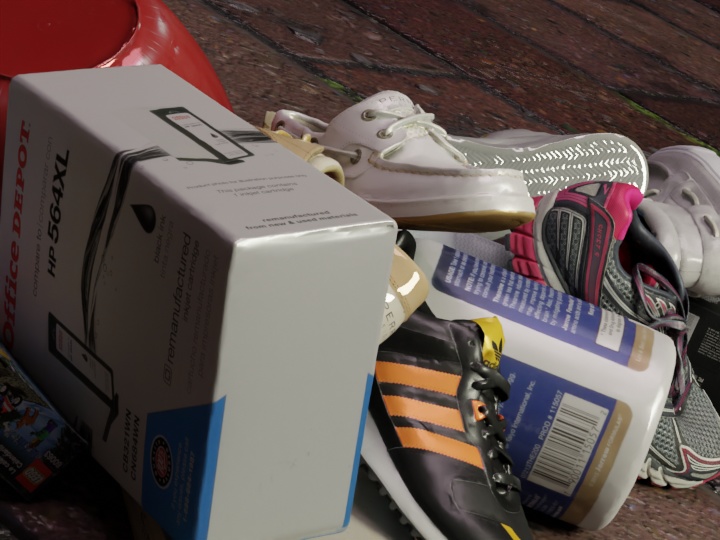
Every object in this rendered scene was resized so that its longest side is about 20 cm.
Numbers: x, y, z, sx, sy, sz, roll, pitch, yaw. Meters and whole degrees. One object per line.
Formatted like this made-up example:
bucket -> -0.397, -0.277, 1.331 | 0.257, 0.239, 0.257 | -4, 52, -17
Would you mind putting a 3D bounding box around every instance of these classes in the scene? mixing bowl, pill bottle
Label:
mixing bowl -> -0.159, -0.090, 1.108 | 0.200, 0.109, 0.200 | 0, 46, 0
pill bottle -> 0.053, 0.050, 1.089 | 0.200, 0.111, 0.111 | 22, 18, 0

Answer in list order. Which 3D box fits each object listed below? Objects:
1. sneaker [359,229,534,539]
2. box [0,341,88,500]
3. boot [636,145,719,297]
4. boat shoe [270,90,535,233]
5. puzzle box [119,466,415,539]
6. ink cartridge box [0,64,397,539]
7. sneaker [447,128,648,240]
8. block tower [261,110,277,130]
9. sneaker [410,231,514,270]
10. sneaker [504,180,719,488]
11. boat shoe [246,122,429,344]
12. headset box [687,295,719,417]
sneaker -> 0.042, 0.066, 0.978 | 0.200, 0.090, 0.070 | 52, 5, 25
box -> -0.212, 0.004, 0.926 | 0.200, 0.038, 0.137 | 41, -9, 45
boot -> 0.187, -0.035, 1.311 | 0.095, 0.074, 0.200 | 6, 16, -16
boat shoe -> 0.010, -0.056, 1.047 | 0.071, 0.070, 0.200 | 8, 0, -40
puzzle box -> -0.033, 0.125, 0.916 | 0.133, 0.025, 0.200 | 15, 19, -20
ink cartridge box -> -0.081, 0.011, 0.911 | 0.084, 0.146, 0.200 | -8, 27, -34
sneaker -> 0.061, -0.049, 1.270 | 0.199, 0.074, 0.116 | -2, 2, -13
block tower -> -0.030, -0.068, 1.338 | 0.058, 0.054, 0.200 | 15, 4, 3
sneaker -> 0.000, 0.000, 1.174 | 0.200, 0.071, 0.073 | 24, 43, -6
sneaker -> 0.156, 0.040, 1.164 | 0.200, 0.075, 0.081 | 56, 36, -24
boat shoe -> -0.036, -0.028, 0.992 | 0.069, 0.074, 0.200 | -30, 50, -14
headset box -> 0.220, 0.029, 1.396 | 0.148, 0.075, 0.200 | 25, 19, 11
